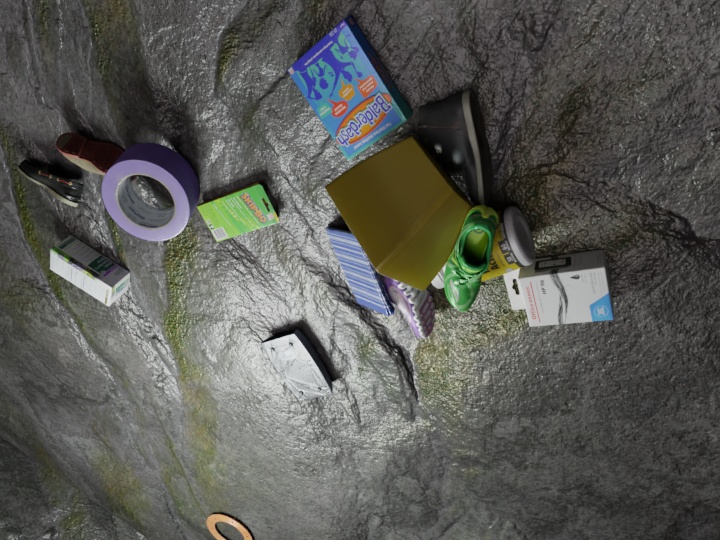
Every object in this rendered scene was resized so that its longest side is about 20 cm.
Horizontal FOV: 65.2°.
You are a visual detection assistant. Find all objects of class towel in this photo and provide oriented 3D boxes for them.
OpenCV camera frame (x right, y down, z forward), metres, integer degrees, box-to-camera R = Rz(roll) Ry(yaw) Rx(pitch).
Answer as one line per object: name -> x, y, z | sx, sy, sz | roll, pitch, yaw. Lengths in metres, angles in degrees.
towel -> 0.000, 0.000, 1.215 | 0.143, 0.024, 0.204 | 17, 135, 56

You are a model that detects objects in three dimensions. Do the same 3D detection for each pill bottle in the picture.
pill bottle -> 0.223, -0.035, 1.076 | 0.197, 0.112, 0.113 | -23, 111, 34

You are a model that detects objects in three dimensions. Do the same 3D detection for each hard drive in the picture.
hard drive -> -0.160, 0.246, 1.469 | 0.132, 0.043, 0.203 | -17, 113, 32

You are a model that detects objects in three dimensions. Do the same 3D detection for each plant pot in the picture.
plant pot -> 0.088, -0.112, 1.008 | 0.176, 0.198, 0.202 | -42, 62, 17

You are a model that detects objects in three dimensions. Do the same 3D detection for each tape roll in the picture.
tape roll -> -0.469, -0.175, 1.269 | 0.193, 0.086, 0.204 | 2, 127, 3

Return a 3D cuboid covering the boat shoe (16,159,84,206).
boat shoe -> -0.776, -0.232, 1.414 | 0.198, 0.074, 0.064 | 28, 93, 16

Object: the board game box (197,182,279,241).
board game box -> -0.275, -0.132, 1.282 | 0.195, 0.030, 0.097 | -11, 117, 32

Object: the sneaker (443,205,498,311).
sneaker -> 0.186, -0.013, 0.984 | 0.072, 0.084, 0.205 | 15, 122, 11

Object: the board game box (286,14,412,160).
board game box -> -0.020, -0.328, 1.031 | 0.150, 0.045, 0.202 | -26, 109, 34

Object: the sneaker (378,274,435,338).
sneaker -> 0.094, 0.056, 1.219 | 0.087, 0.081, 0.204 | -13, 111, 37

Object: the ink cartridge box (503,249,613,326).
ink cartridge box -> 0.375, 0.039, 1.086 | 0.195, 0.068, 0.118 | -9, 117, 28

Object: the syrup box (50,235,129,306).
syrup box -> -0.737, 0.000, 1.535 | 0.197, 0.079, 0.082 | 31, 128, 2

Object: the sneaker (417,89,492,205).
sneaker -> 0.172, -0.211, 1.015 | 0.104, 0.075, 0.205 | -4, 111, 31

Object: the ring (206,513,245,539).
ring -> -0.486, 0.974, 2.104 | 0.195, 0.019, 0.205 | 11, 124, 16

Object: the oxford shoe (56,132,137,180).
oxford shoe -> -0.612, -0.260, 1.334 | 0.196, 0.072, 0.075 | 26, 160, -1
